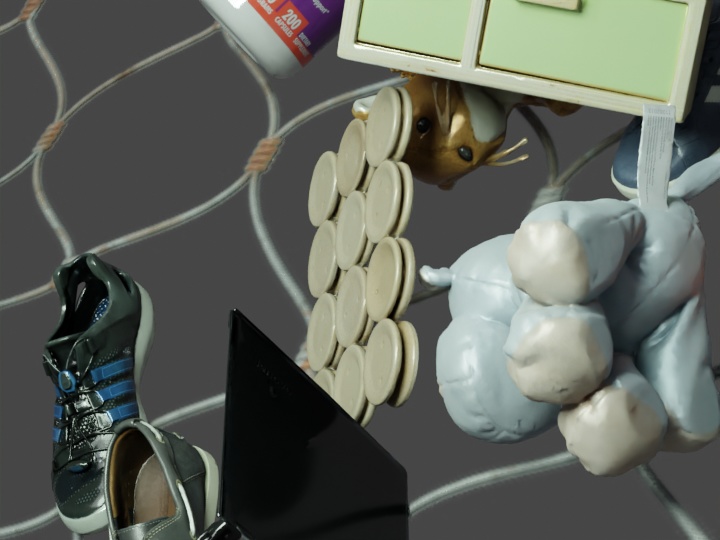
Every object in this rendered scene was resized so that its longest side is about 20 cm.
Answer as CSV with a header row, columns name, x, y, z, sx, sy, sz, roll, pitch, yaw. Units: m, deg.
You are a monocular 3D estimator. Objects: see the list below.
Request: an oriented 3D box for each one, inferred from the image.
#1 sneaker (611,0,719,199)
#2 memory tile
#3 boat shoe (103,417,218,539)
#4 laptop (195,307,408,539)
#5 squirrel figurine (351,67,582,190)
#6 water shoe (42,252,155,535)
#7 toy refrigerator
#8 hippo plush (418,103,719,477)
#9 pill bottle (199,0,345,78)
name,x,y,z,sx,sy,sz,roll,pitch,yaw
sneaker,0.205,-0.135,1.111,0.075,0.085,0.200,25,74,45
memory tile,0.000,0.000,1.126,0.153,0.017,0.200,136,139,-60
boat shoe,-0.125,0.181,1.124,0.072,0.068,0.200,-22,48,19
laptop,-0.063,0.164,0.999,0.200,0.187,0.116,-45,42,-1
squirrel figurine,0.077,-0.145,1.201,0.187,0.142,0.200,-54,35,5
water shoe,-0.185,0.080,1.239,0.071,0.079,0.200,-22,47,22
toy refrigerator,0.094,-0.141,1.063,0.200,0.070,0.076,13,104,12
hippo plush,0.096,0.016,1.018,0.161,0.159,0.200,-9,69,45
pill bottle,-0.023,-0.241,1.346,0.200,0.112,0.112,-44,42,0
